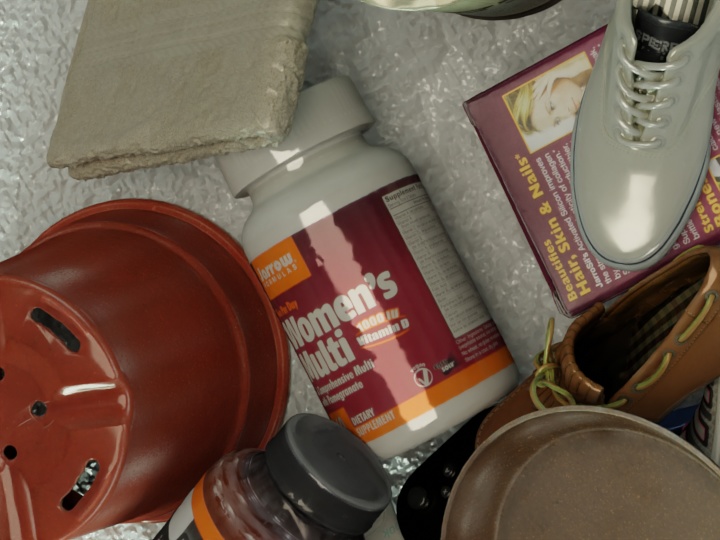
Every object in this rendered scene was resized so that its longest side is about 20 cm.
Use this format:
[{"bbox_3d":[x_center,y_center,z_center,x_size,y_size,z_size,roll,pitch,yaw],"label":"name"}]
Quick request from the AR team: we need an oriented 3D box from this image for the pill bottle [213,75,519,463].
[{"bbox_3d":[0.000,0.000,1.130,0.109,0.110,0.201,-29,88,17],"label":"pill bottle"}]

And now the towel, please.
[{"bbox_3d":[-0.096,-0.121,1.127,0.199,0.034,0.134,-4,67,44],"label":"towel"}]

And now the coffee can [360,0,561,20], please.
[{"bbox_3d":[0.051,-0.206,1.046,0.145,0.200,0.148,2,97,16],"label":"coffee can"}]

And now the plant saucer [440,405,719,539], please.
[{"bbox_3d":[0.130,0.159,0.996,0.199,0.034,0.202,13,112,34],"label":"plant saucer"}]

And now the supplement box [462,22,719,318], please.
[{"bbox_3d":[0.176,-0.078,1.073,0.199,0.103,0.132,-26,87,17],"label":"supplement box"}]

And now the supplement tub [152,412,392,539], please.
[{"bbox_3d":[-0.068,0.172,1.095,0.107,0.107,0.200,41,111,9],"label":"supplement tub"}]

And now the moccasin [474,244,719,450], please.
[{"bbox_3d":[0.127,0.050,1.029,0.201,0.077,0.074,-34,42,42],"label":"moccasin"}]

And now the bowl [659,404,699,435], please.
[{"bbox_3d":[0.206,0.174,1.104,0.199,0.039,0.203,-1,86,11],"label":"bowl"}]

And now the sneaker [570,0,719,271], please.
[{"bbox_3d":[0.142,-0.098,0.991,0.072,0.071,0.202,11,97,16],"label":"sneaker"}]

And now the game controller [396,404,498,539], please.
[{"bbox_3d":[0.098,0.171,1.090,0.104,0.042,0.201,-49,57,24],"label":"game controller"}]

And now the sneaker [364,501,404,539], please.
[{"bbox_3d":[-0.064,0.188,1.193,0.199,0.075,0.089,-35,98,16],"label":"sneaker"}]

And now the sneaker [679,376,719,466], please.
[{"bbox_3d":[0.195,0.088,1.055,0.073,0.087,0.201,23,67,-22],"label":"sneaker"}]

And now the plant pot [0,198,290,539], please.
[{"bbox_3d":[-0.163,0.066,1.140,0.199,0.195,0.203,2,96,16],"label":"plant pot"}]
